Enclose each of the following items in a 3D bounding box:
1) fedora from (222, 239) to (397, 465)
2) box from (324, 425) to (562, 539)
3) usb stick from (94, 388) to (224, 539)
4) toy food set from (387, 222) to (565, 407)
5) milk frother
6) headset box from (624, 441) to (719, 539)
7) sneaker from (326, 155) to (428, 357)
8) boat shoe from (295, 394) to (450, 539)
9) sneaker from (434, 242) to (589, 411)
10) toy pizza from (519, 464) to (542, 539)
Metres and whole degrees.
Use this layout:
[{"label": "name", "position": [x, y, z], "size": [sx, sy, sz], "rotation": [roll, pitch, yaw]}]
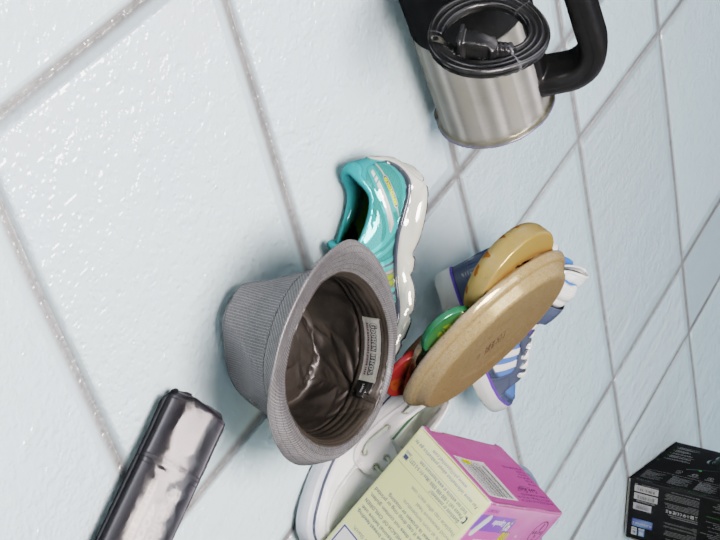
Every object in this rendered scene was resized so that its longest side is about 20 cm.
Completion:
[{"label": "fedora", "position": [-0.049, 0.060, 1.085], "size": [0.200, 0.089, 0.179], "rotation": [43, 65, -57]}, {"label": "box", "position": [0.060, 0.256, 1.233], "size": [0.200, 0.097, 0.175], "rotation": [-50, 150, 9]}, {"label": "usb stick", "position": [-0.160, 0.184, 0.995], "size": [0.055, 0.033, 0.202], "rotation": [32, 69, -22]}, {"label": "toy food set", "position": [0.104, 0.048, 1.205], "size": [0.198, 0.049, 0.200], "rotation": [-44, 164, 1]}, {"label": "milk frother", "position": [0.107, -0.182, 1.168], "size": [0.201, 0.179, 0.189], "rotation": [-60, 143, -32]}, {"label": "headset box", "position": [0.499, 0.330, 1.948], "size": [0.199, 0.172, 0.094], "rotation": [-18, 114, -55]}, {"label": "sneaker", "position": [0.000, 0.000, 1.182], "size": [0.079, 0.077, 0.203], "rotation": [4, 94, -36]}, {"label": "boat shoe", "position": [0.015, 0.171, 1.241], "size": [0.201, 0.066, 0.074], "rotation": [-56, 141, -31]}, {"label": "sneaker", "position": [0.169, 0.052, 1.364], "size": [0.081, 0.145, 0.201], "rotation": [-99, 166, -50]}, {"label": "toy pizza", "position": [0.150, 0.317, 1.532], "size": [0.199, 0.031, 0.203], "rotation": [-21, 116, -52]}]
